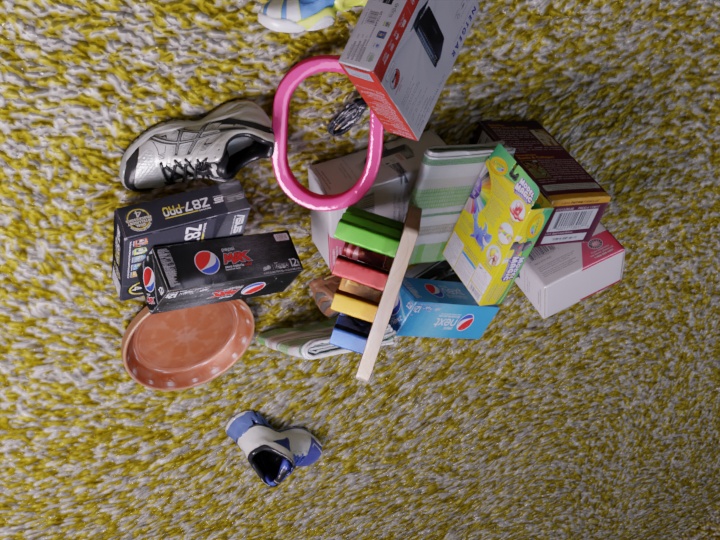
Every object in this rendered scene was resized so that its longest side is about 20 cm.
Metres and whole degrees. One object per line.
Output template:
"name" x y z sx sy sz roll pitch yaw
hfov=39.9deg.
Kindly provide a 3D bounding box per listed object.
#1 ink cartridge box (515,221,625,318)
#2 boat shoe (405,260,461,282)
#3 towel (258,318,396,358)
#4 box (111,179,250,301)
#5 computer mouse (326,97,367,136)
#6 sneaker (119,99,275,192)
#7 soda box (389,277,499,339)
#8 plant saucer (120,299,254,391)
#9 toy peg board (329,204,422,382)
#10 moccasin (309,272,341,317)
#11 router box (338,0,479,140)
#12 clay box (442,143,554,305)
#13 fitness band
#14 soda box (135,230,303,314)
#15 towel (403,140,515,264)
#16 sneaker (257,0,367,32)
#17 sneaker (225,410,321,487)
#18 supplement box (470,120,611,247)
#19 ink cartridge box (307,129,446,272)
"ink cartridge box" 0.294 -0.045 1.551 0.145 0.200 0.084 -25 142 -10
"boat shoe" 0.116 0.028 1.603 0.200 0.071 0.072 -43 139 10
"towel" -0.055 0.096 1.478 0.149 0.200 0.031 -8 96 -25
"box" -0.236 -0.035 1.278 0.161 0.049 0.200 -17 161 -22
"computer mouse" 0.033 -0.249 1.317 0.200 0.034 0.059 -35 162 9
"sneaker" -0.199 -0.142 1.221 0.200 0.088 0.076 -26 141 -6
"soda box" 0.119 0.059 1.524 0.200 0.064 0.068 6 123 -44
"plant saucer" -0.254 0.097 1.461 0.200 0.032 0.200 -17 137 -17
"toy peg board" 0.002 0.011 1.277 0.098 0.200 0.199 19 102 1
"moccasin" -0.001 0.001 1.479 0.201 0.078 0.074 -31 174 -39
"router box" 0.064 -0.285 1.183 0.200 0.049 0.179 -66 155 -9
"clay box" 0.191 -0.063 1.365 0.048 0.115 0.200 -2 133 -33
"fitness band" -0.042 -0.173 1.267 0.144 0.037 0.200 3 112 -2
"soda box" -0.178 0.001 1.268 0.200 0.063 0.071 -9 158 -37
"towel" 0.126 -0.094 1.404 0.149 0.031 0.200 -6 134 -27
"sneaker" -0.034 -0.346 1.147 0.200 0.076 0.105 -25 131 -28
"sneaker" -0.139 0.321 1.690 0.081 0.115 0.199 -44 138 14
"supplement box" 0.251 -0.130 1.438 0.110 0.200 0.086 -5 133 -29
"ink cartridge box" 0.033 -0.100 1.415 0.200 0.085 0.146 -18 137 -16
